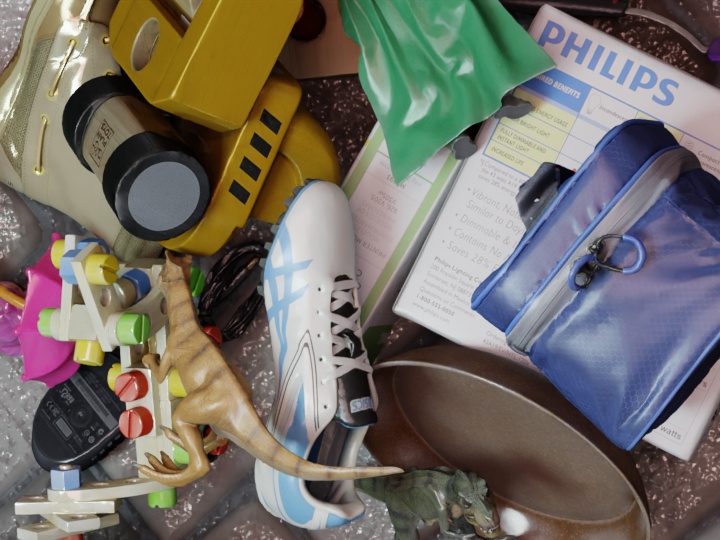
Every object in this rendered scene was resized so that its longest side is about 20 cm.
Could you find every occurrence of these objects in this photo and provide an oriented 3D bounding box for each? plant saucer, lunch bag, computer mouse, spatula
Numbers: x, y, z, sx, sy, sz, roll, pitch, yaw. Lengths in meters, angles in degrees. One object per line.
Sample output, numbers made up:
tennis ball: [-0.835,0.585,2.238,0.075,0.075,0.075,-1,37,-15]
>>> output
plant saucer: [0.087,0.107,1.423,0.199,0.201,0.035,29,62,9]
lunch bag: [0.140,-0.001,1.269,0.132,0.200,0.136,41,101,10]
computer mouse: [-0.129,0.057,1.528,0.200,0.034,0.059,-40,67,2]
spatula: [0.176,-0.150,1.464,0.199,0.057,0.021,13,112,10]

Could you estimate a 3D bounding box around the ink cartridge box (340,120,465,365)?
ink cartridge box: [0.000,0.000,1.466,0.059,0.104,0.201,30,94,9]

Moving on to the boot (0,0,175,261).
boot: [-0.141,-0.107,1.489,0.155,0.073,0.201,35,112,11]

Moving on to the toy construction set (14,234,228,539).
toy construction set: [-0.141,0.074,1.437,0.092,0.131,0.202,18,107,26]

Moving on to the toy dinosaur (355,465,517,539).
toy dinosaur: [0.038,0.150,1.464,0.088,0.199,0.048,51,60,-25]

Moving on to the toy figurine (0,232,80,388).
toy figurine: [-0.250,0.005,1.501,0.184,0.200,0.151,37,58,-11]

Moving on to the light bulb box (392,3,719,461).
light bulb box: [0.155,-0.021,1.430,0.197,0.125,0.201,27,93,9]

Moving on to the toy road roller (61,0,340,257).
toy road roller: [-0.071,-0.104,1.393,0.145,0.123,0.201,17,108,-30]

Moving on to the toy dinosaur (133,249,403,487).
toy dinosaur: [-0.076,0.077,1.339,0.200,0.060,0.106,51,126,25]

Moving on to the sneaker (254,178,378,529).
sneaker: [-0.018,0.049,1.375,0.072,0.072,0.202,7,99,34]

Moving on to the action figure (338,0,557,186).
action figure: [0.028,-0.163,1.397,0.118,0.055,0.201,-34,69,18]

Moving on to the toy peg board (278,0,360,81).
toy peg board: [-0.023,-0.222,1.477,0.198,0.098,0.202,-4,89,10]
